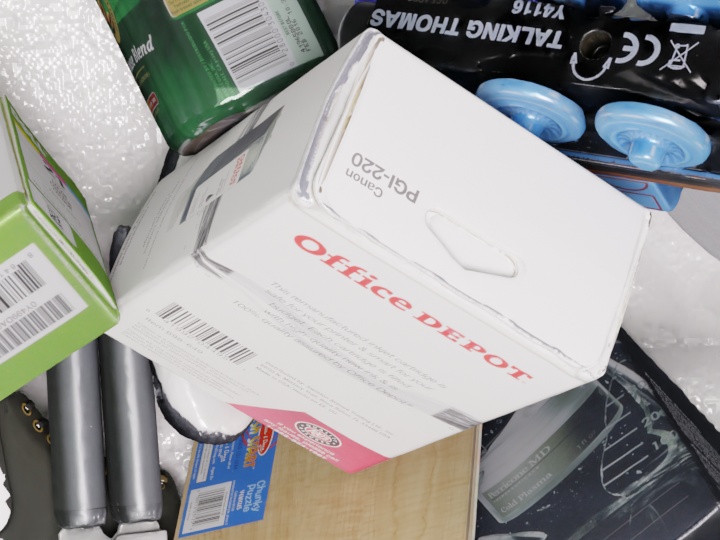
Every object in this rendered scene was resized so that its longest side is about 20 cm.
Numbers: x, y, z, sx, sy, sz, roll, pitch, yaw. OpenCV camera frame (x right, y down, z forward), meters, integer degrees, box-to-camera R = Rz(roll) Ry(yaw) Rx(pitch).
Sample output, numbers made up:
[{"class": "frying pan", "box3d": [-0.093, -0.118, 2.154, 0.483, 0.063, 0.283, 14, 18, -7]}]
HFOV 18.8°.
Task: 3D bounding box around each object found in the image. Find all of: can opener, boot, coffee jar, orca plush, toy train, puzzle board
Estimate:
[{"class": "can opener", "box3d": [-0.111, 0.101, 0.996, 0.053, 0.066, 0.200, -2, 83, -27]}, {"class": "boot", "box3d": [-0.151, 0.080, 1.044, 0.138, 0.077, 0.200, -4, 96, -18]}, {"class": "coffee jar", "box3d": [-0.086, -0.155, 0.946, 0.085, 0.104, 0.200, -25, 89, -9]}, {"class": "orca plush", "box3d": [-0.084, -0.014, 1.012, 0.105, 0.071, 0.200, -11, 81, -33]}, {"class": "toy train", "box3d": [0.089, -0.074, 0.893, 0.200, 0.114, 0.087, 10, 72, 28]}, {"class": "puzzle board", "box3d": [-0.017, 0.122, 0.970, 0.151, 0.200, 0.017, -15, 129, 21]}]

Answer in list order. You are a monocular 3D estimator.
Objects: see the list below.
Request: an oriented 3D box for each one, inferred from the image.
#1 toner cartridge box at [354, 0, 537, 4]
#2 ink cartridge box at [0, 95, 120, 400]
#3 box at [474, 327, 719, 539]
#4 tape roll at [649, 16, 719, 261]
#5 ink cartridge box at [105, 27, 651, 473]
[{"class": "toner cartridge box", "box3d": [0.039, -0.071, 1.011, 0.095, 0.043, 0.200, 5, 103, -2]}, {"class": "ink cartridge box", "box3d": [-0.200, -0.018, 0.965, 0.148, 0.200, 0.076, -32, 126, 6]}, {"class": "box", "box3d": [0.091, 0.154, 0.976, 0.200, 0.197, 0.124, -41, 112, 8]}, {"class": "tape roll", "box3d": [0.215, -0.065, 0.937, 0.200, 0.200, 0.066, 39, 58, -8]}, {"class": "ink cartridge box", "box3d": [0.000, 0.000, 0.893, 0.146, 0.200, 0.085, 31, 63, -18]}]
